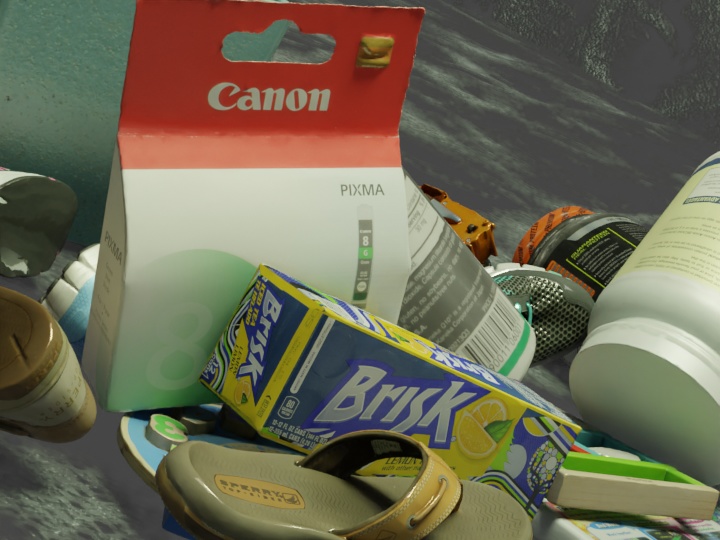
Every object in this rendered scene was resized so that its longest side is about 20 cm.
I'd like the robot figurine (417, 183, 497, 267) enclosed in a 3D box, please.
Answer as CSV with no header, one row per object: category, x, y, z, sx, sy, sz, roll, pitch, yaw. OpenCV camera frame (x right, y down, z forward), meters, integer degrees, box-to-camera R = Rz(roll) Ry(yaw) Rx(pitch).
robot figurine,0.027,-0.020,1.318,0.199,0.058,0.146,25,-33,43

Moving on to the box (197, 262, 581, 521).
box,0.019,0.068,0.917,0.199,0.071,0.064,26,4,-40

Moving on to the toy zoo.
toy zoo,0.108,0.104,1.121,0.130,0.021,0.199,11,9,-37

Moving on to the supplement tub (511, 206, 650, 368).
supplement tub,0.207,0.035,1.380,0.122,0.123,0.200,13,19,-38

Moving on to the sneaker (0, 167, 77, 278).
sneaker,-0.257,-0.036,1.013,0.086,0.081,0.199,19,1,33

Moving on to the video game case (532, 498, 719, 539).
video game case,0.212,0.184,1.051,0.182,0.024,0.199,34,18,37

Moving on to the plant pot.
plant pot,-0.193,-0.133,1.171,0.195,0.201,0.196,15,17,-33

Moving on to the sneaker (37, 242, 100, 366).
sneaker,-0.101,0.037,1.018,0.090,0.078,0.200,48,24,15

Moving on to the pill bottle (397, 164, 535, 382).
pill bottle,0.000,0.000,1.031,0.200,0.113,0.113,50,9,-14

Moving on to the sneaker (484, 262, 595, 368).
sneaker,0.069,0.040,1.167,0.198,0.078,0.091,-3,12,-19

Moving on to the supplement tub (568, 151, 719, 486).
supplement tub,0.238,0.029,1.188,0.144,0.146,0.200,29,56,20

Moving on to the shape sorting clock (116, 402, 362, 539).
shape sorting clock,-0.025,0.110,0.895,0.198,0.040,0.200,23,14,-6

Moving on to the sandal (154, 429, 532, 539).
sandal,0.003,0.099,0.809,0.199,0.054,0.080,15,21,-33

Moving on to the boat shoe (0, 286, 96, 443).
boat shoe,-0.204,0.031,0.858,0.199,0.071,0.065,25,-23,39

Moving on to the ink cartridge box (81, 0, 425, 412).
ink cartridge box,-0.046,-0.030,0.894,0.160,0.202,0.050,-2,31,-29
